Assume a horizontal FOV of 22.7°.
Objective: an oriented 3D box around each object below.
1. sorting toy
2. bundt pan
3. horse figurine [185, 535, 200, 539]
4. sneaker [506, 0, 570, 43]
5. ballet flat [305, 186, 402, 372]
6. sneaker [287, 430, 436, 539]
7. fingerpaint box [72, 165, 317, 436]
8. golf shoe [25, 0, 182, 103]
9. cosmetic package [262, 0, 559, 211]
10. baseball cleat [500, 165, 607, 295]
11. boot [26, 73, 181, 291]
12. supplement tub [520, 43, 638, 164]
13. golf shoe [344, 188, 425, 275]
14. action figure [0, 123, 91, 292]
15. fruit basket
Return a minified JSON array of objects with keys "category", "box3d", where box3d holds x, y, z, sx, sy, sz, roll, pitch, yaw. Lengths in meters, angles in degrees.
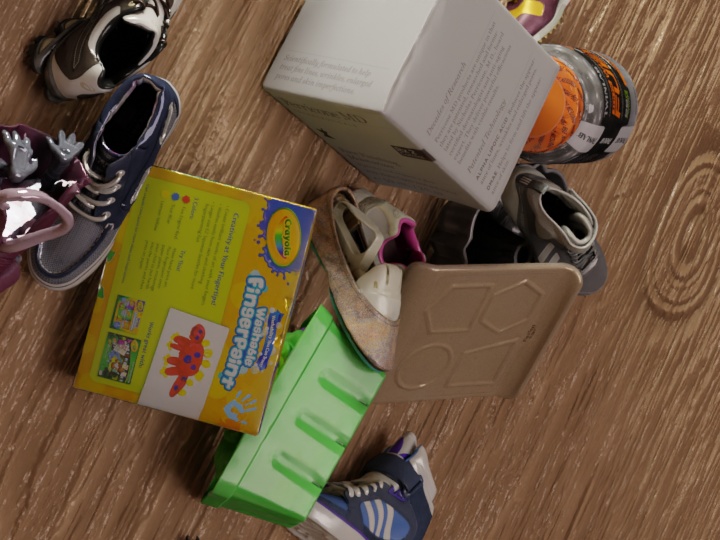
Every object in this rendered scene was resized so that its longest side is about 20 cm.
[{"category":"sorting toy","box3d":[0.105,0.059,1.807,0.199,0.037,0.186,2,131,-29]},{"category":"bundt pan","box3d":[0.145,-0.023,1.905,0.201,0.075,0.203,-18,115,-43]},{"category":"horse figurine","box3d":[-0.136,0.361,1.727,0.200,0.050,0.133,46,51,-35]},{"category":"sneaker","box3d":[0.182,-0.308,1.876,0.200,0.075,0.090,-49,114,-24]},{"category":"ballet flat","box3d":[0.000,0.000,1.674,0.067,0.201,0.068,-39,147,22]},{"category":"sneaker","box3d":[0.004,0.220,1.833,0.200,0.080,0.147,40,64,-42]},{"category":"fingerpaint box","box3d":[-0.141,0.023,1.547,0.073,0.166,0.201,-139,-117,-88]},{"category":"golf shoe","box3d":[-0.181,-0.210,1.486,0.200,0.094,0.078,-54,133,-23]},{"category":"cosmetic package","box3d":[0.050,-0.183,1.691,0.200,0.164,0.166,37,75,-45]},{"category":"baseball cleat","box3d":[0.215,-0.026,1.846,0.070,0.106,0.200,-51,129,-5]},{"category":"boot","box3d":[-0.217,-0.074,1.462,0.201,0.072,0.090,-61,180,1]},{"category":"supplement tub","box3d":[0.207,-0.171,1.855,0.200,0.122,0.124,-11,111,-67]},{"category":"golf shoe","box3d":[0.027,0.018,1.781,0.075,0.091,0.201,-38,128,-34]},{"category":"action figure","box3d":[-0.286,-0.018,1.389,0.134,0.149,0.200,26,115,-39]},{"category":"fruit basket","box3d":[-0.102,0.117,1.664,0.214,0.156,0.217,2,78,-10]}]
